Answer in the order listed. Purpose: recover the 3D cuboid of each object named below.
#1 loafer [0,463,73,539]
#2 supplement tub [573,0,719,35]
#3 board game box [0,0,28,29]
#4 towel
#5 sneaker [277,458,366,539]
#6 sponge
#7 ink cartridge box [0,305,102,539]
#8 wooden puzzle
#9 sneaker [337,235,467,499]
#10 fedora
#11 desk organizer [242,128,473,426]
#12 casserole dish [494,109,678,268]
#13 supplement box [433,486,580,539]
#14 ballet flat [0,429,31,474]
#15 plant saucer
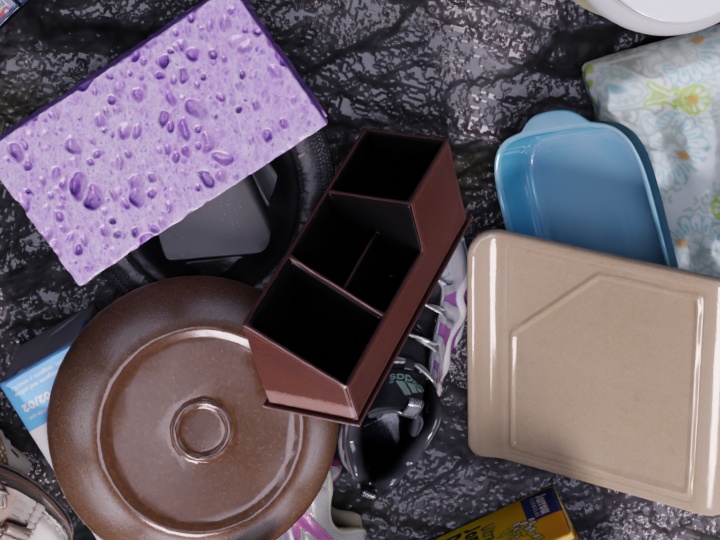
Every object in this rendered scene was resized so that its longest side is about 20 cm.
[{"bbox_3d":[-0.283,0.155,1.367,0.200,0.063,0.072,34,93,-20],"label":"loafer"},{"bbox_3d":[0.194,-0.230,1.313,0.144,0.200,0.145,0,101,-2],"label":"supplement tub"},{"bbox_3d":[-0.301,-0.250,1.364,0.200,0.062,0.200,-44,100,6],"label":"board game box"},{"bbox_3d":[0.263,-0.073,1.425,0.171,0.048,0.201,-16,101,0],"label":"towel"},{"bbox_3d":[-0.064,0.141,1.444,0.088,0.081,0.200,-31,109,3],"label":"sneaker"},{"bbox_3d":[-0.134,-0.089,1.319,0.200,0.030,0.112,-33,104,6],"label":"sponge"},{"bbox_3d":[-0.169,0.134,1.416,0.068,0.115,0.200,-30,101,4],"label":"ink cartridge box"},{"bbox_3d":[0.172,0.068,1.405,0.199,0.037,0.186,11,120,23],"label":"wooden puzzle"},{"bbox_3d":[0.035,0.064,1.395,0.077,0.140,0.201,12,99,-3],"label":"sneaker"},{"bbox_3d":[-0.108,-0.067,1.390,0.200,0.092,0.201,-1,105,-3],"label":"fedora"},{"bbox_3d":[0.000,0.000,1.334,0.072,0.200,0.077,9,138,25],"label":"desk organizer"},{"bbox_3d":[0.166,-0.021,1.412,0.121,0.039,0.201,-6,106,36],"label":"casserole dish"},{"bbox_3d":[0.078,0.257,1.451,0.200,0.110,0.109,-26,101,3],"label":"supplement box"},{"bbox_3d":[-0.267,0.168,1.450,0.065,0.070,0.201,-23,113,-41],"label":"ballet flat"},{"bbox_3d":[-0.108,0.105,1.345,0.200,0.037,0.201,-1,94,-13],"label":"plant saucer"}]
